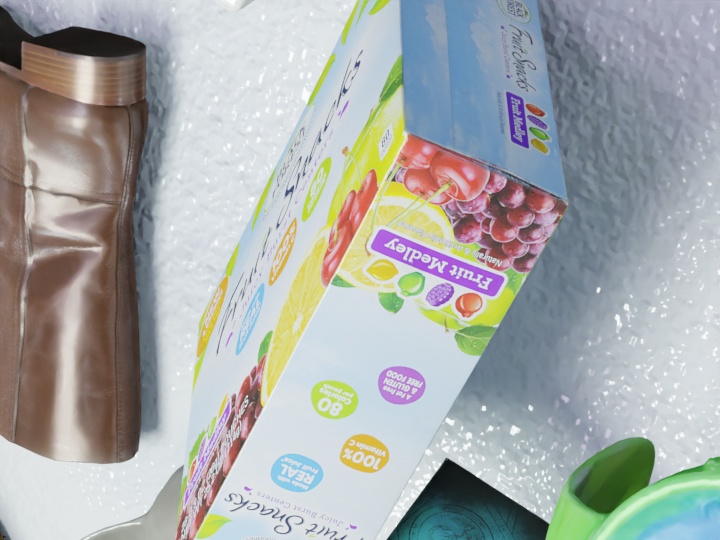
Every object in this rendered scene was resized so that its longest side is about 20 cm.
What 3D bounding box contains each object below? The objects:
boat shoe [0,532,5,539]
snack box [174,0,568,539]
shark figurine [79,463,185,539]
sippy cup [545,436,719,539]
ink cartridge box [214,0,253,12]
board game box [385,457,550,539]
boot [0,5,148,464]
[{"bbox_3d":[-0.238,0.096,1.137,0.063,0.073,0.201,-39,75,34],"label":"boat shoe"},{"bbox_3d":[0.000,0.000,0.874,0.067,0.169,0.200,22,120,-13],"label":"snack box"},{"bbox_3d":[-0.081,0.142,1.006,0.128,0.089,0.215,-103,12,-53],"label":"shark figurine"},{"bbox_3d":[0.158,0.119,0.792,0.139,0.130,0.178,-35,77,38],"label":"sippy cup"},{"bbox_3d":[-0.023,-0.200,0.842,0.125,0.200,0.129,37,121,6],"label":"ink cartridge box"},{"bbox_3d":[0.077,0.170,0.834,0.199,0.135,0.028,31,144,11],"label":"board game box"},{"bbox_3d":[-0.170,-0.015,1.075,0.186,0.064,0.201,17,114,37],"label":"boot"}]
